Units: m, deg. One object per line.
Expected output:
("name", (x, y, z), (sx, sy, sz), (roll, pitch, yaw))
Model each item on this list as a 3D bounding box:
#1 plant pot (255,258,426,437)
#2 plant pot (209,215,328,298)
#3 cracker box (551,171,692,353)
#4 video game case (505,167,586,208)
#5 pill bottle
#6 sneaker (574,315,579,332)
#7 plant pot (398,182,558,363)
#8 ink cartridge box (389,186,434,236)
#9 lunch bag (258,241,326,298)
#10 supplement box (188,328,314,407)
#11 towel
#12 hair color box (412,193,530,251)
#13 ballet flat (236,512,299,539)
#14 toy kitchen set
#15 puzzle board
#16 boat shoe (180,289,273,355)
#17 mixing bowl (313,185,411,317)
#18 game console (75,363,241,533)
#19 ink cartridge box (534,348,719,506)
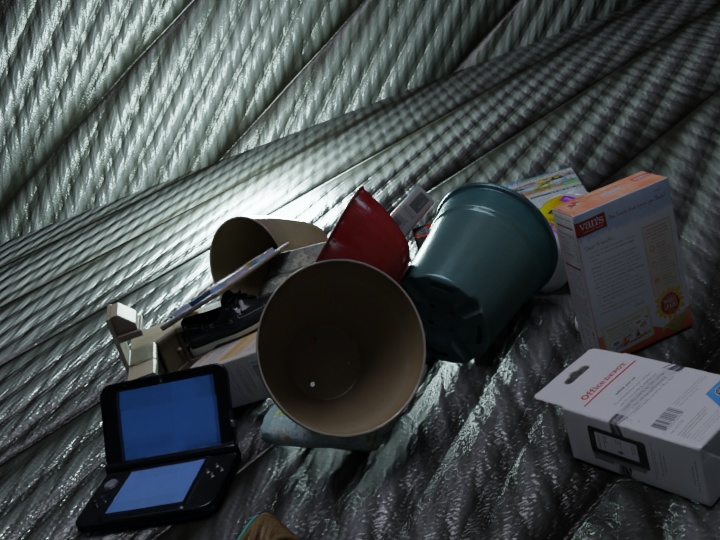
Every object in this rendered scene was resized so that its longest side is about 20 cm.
("plant pot", (-0.033, 0.103, 1.001), (0.198, 0.202, 0.135), (-24, -9, -17))
("plant pot", (-0.148, -0.025, 1.556), (0.185, 0.190, 0.199), (-2, 11, 36))
("cracker box", (0.325, -0.004, 1.025), (0.132, 0.203, 0.058), (-21, 20, -10))
("video game case", (0.366, -0.152, 1.638), (0.141, 0.018, 0.201), (-15, 21, 10))
("pill bottle", (0.314, -0.056, 1.307), (0.103, 0.106, 0.200), (-2, 26, 36))
("sneaker", (0.339, 0.004, 1.140), (0.070, 0.100, 0.200), (2, 30, 39))
("plant pot", (0.153, 0.012, 1.171), (0.198, 0.202, 0.196), (-2, 33, 37))
("ink cartridge box", (0.030, -0.043, 1.443), (0.200, 0.050, 0.162), (-42, 5, 46))
("lunch bag", (-0.061, 0.055, 1.317), (0.197, 0.140, 0.169), (-12, 38, 21))
("supplement box", (-0.152, 0.134, 1.206), (0.198, 0.074, 0.126), (-21, 14, 39))
("towel", (-0.017, 0.167, 1.104), (0.169, 0.049, 0.200), (-6, 24, 31))
("hair color box", (0.196, -0.047, 1.392), (0.197, 0.103, 0.061), (-17, 19, 1))
("ballet flat", (-0.120, 0.317, 0.803), (0.071, 0.069, 0.200), (15, 30, 23))
("toy kitchen set", (-0.293, 0.105, 1.329), (0.178, 0.165, 0.200), (-20, 21, -7))
("puzzle board", (-0.215, 0.020, 1.316), (0.150, 0.018, 0.200), (-30, 7, 37))
("boat shoe", (-0.195, 0.064, 1.256), (0.198, 0.067, 0.075), (-24, 13, 32))
("mixing bowl", (0.000, 0.000, 1.124), (0.107, 0.202, 0.201), (29, 30, 1))
("game console", (-0.266, 0.226, 1.063), (0.197, 0.120, 0.171), (-13, 20, 15))
("ink cartridge box", (0.292, 0.151, 0.849), (0.115, 0.069, 0.199), (-30, 24, -30))
